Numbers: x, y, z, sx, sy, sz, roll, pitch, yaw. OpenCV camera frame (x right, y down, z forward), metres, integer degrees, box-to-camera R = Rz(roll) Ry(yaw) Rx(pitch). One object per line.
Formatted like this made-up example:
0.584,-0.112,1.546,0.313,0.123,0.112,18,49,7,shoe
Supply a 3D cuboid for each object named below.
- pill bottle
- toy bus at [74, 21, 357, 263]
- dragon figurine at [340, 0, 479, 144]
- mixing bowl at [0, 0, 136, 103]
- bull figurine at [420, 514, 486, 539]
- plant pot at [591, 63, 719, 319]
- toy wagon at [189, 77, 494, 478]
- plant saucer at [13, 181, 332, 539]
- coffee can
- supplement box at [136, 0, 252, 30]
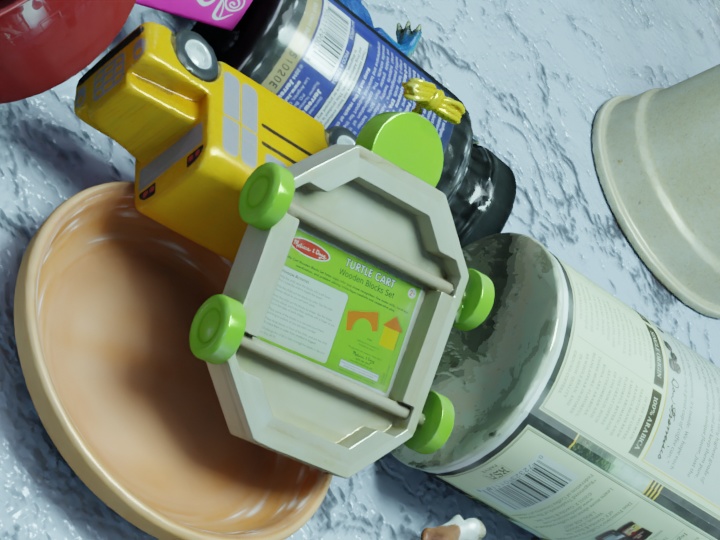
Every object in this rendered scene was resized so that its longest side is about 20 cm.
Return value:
-0.006,-0.081,1.026,0.200,0.112,0.112,36,40,-27,pill bottle
-0.054,-0.047,0.920,0.199,0.065,0.079,30,43,-35,toy bus
-0.013,-0.144,1.113,0.201,0.059,0.099,58,35,2,dragon figurine
-0.178,-0.154,0.837,0.109,0.199,0.201,64,16,-55,mixing bowl
0.073,0.221,0.914,0.200,0.065,0.121,52,29,6,bull figurine
0.313,-0.094,1.358,0.200,0.183,0.201,30,43,-32,plant pot
0.000,0.000,0.887,0.155,0.039,0.201,27,78,-36,toy wagon
-0.094,0.051,0.882,0.200,0.037,0.201,30,44,-33,plant saucer
0.129,0.087,1.027,0.200,0.146,0.147,32,42,-31,coffee can
-0.123,-0.238,0.965,0.101,0.104,0.200,10,35,-46,supplement box
